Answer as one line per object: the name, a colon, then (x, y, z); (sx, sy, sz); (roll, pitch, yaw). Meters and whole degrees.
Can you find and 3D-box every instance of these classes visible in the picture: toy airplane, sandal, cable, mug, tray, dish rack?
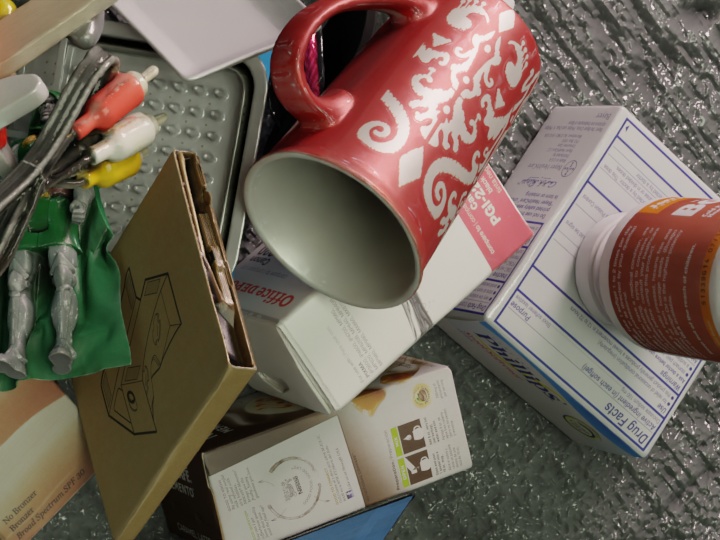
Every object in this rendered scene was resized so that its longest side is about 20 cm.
toy airplane: (-0.254, -0.132, 1.435); (0.141, 0.198, 0.201); (55, 50, -65)
sandal: (-0.042, -0.130, 1.594); (0.045, 0.075, 0.202); (24, 86, -27)
cable: (-0.182, -0.064, 1.366); (0.200, 0.050, 0.098); (-53, 158, -46)
mug: (0.029, -0.104, 1.463); (0.200, 0.133, 0.178); (-53, 156, -34)
tray: (-0.120, -0.189, 1.500); (0.107, 0.200, 0.022); (-23, 137, -24)
dish rack: (-0.162, -0.079, 1.508); (0.198, 0.044, 0.173); (10, 88, 13)

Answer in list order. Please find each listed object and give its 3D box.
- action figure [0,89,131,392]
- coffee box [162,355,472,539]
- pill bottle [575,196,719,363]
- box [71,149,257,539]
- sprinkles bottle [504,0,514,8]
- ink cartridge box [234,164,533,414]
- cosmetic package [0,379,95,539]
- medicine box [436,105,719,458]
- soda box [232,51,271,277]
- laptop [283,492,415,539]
action figure: (-0.203, -0.027, 1.442); (0.117, 0.055, 0.202); (-7, 62, 10)
coffee box: (-0.038, 0.128, 1.594); (0.199, 0.114, 0.080); (-18, 102, -25)
pill bottle: (0.237, 0.006, 1.560); (0.111, 0.200, 0.113); (-2, 95, -27)
box: (-0.131, 0.050, 1.410); (0.021, 0.200, 0.165); (4, 52, -31)
sprinkles bottle: (0.037, -0.259, 1.626); (0.068, 0.068, 0.201); (-39, 110, -19)
ink cartridge box: (0.000, 0.000, 1.584); (0.200, 0.145, 0.085); (-43, 113, -18)
cosmetic package: (-0.270, 0.078, 1.487); (0.103, 0.087, 0.200); (-46, 112, -15)
medicine box: (0.182, 0.007, 1.701); (0.182, 0.103, 0.201); (40, 77, -23)
soda box: (-0.114, -0.089, 1.565); (0.067, 0.064, 0.202); (10, 90, -27)
laptop: (-0.045, 0.271, 1.598); (0.186, 0.116, 0.202); (-18, 103, -24)
